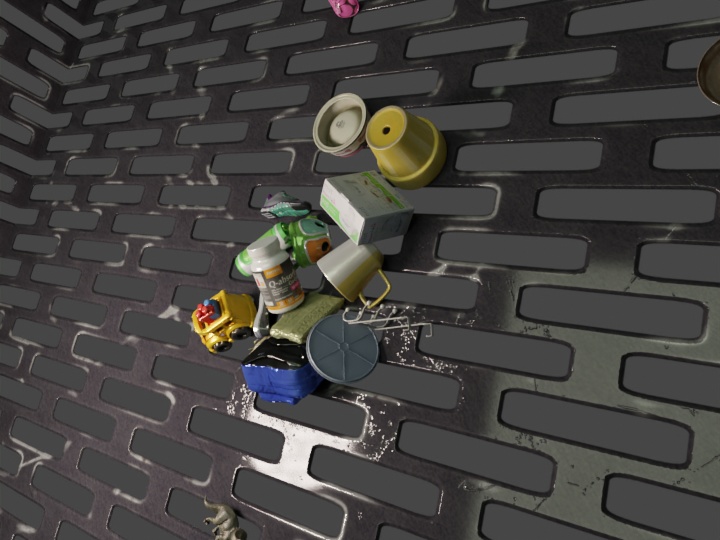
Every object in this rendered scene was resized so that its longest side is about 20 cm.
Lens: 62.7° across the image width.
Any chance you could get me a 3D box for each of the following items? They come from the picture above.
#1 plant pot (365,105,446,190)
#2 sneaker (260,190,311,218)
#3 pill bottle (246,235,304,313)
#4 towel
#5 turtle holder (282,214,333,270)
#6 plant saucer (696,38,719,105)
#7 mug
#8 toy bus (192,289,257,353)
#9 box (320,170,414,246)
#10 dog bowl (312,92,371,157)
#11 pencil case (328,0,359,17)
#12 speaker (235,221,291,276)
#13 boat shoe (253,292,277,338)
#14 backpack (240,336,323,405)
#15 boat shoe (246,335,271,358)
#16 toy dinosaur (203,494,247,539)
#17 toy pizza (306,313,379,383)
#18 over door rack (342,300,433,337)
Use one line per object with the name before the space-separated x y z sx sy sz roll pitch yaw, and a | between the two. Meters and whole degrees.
plant pot | 0.113 -0.350 1.630 0.199 0.188 0.203 -11 68 30
sneaker | -0.235 -0.222 1.885 0.198 0.074 0.089 -2 68 33
pill bottle | -0.244 0.011 1.684 0.115 0.116 0.202 -7 114 30
towel | -0.148 0.131 1.667 0.147 0.037 0.200 7 39 40
turtle holder | -0.151 -0.088 1.758 0.130 0.186 0.142 -17 98 1
plant saucer | 0.845 -0.435 1.282 0.198 0.032 0.203 -12 67 29
mug | -0.005 -0.006 1.643 0.153 0.187 0.150 -42 23 3
toy bus | -0.447 0.152 1.819 0.199 0.191 0.137 -33 60 21
box | 0.016 -0.178 1.629 0.200 0.175 0.097 48 139 34
dog bowl | -0.048 -0.444 1.837 0.198 0.074 0.203 -11 69 30
pencil case | -0.079 -0.950 2.024 0.093 0.091 0.201 -18 56 -13
speaker | -0.300 -0.066 1.863 0.199 0.088 0.089 -36 58 18
boat shoe | -0.270 0.116 1.772 0.056 0.069 0.201 -11 46 19
backpack | -0.193 0.276 1.627 0.198 0.169 0.163 -3 28 27
boat shoe | -0.262 0.219 1.755 0.199 0.073 0.063 -35 51 5
toy dinosaur | -0.379 0.717 1.665 0.102 0.077 0.201 -36 52 3
toy pizza | -0.047 0.210 1.577 0.198 0.032 0.202 6 57 -10
over door rack | 0.076 0.122 1.519 0.198 0.147 0.067 4 81 34
